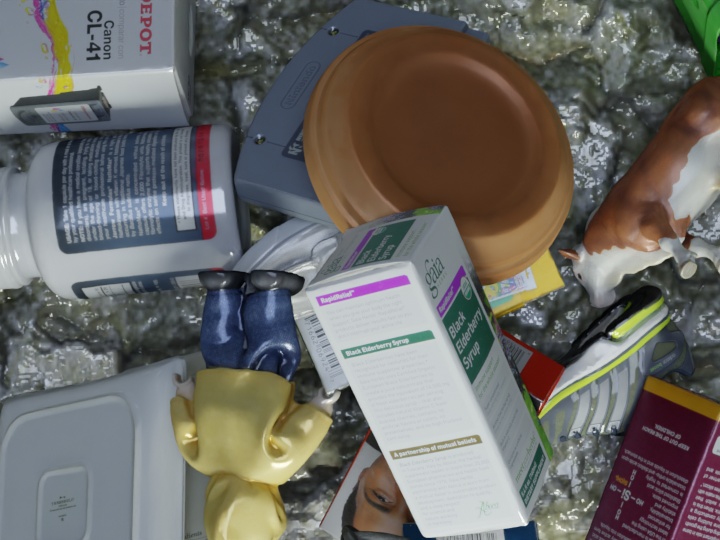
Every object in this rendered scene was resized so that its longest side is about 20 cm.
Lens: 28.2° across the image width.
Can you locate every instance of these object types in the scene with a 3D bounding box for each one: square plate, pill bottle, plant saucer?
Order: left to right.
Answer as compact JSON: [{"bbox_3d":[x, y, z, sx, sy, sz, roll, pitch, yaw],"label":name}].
[{"bbox_3d":[-0.205,0.173,1.040,0.199,0.028,0.199,-14,68,36],"label":"square plate"},{"bbox_3d":[-0.187,-0.041,1.072,0.199,0.120,0.120,-6,90,1],"label":"pill bottle"},{"bbox_3d":[0.060,-0.087,0.988,0.199,0.037,0.201,7,66,-16],"label":"plant saucer"}]

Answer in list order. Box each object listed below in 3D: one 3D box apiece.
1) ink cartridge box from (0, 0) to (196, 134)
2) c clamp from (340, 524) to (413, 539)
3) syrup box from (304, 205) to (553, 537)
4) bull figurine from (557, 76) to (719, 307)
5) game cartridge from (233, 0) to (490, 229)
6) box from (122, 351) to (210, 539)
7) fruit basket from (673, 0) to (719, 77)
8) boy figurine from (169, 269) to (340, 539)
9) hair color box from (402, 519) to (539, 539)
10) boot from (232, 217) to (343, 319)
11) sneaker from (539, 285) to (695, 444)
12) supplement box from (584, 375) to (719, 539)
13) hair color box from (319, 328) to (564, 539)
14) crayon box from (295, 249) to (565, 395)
[{"bbox_3d":[-0.228,-0.185,1.070,0.199,0.086,0.148,-4,67,3],"label":"ink cartridge box"},{"bbox_3d":[-0.030,0.244,0.959,0.200,0.027,0.171,-42,110,7],"label":"c clamp"},{"bbox_3d":[0.048,0.067,0.927,0.081,0.079,0.201,-13,113,27],"label":"syrup box"},{"bbox_3d":[0.235,-0.052,1.062,0.065,0.121,0.201,27,96,-43],"label":"bull figurine"},{"bbox_3d":[-0.003,-0.116,1.053,0.133,0.042,0.200,15,57,27],"label":"game cartridge"},{"bbox_3d":[-0.115,0.164,1.051,0.082,0.068,0.201,-13,61,-5],"label":"box"},{"bbox_3d":[0.345,-0.211,1.041,0.214,0.156,0.217,-2,78,10],"label":"fruit basket"},{"bbox_3d":[-0.071,0.100,0.974,0.124,0.064,0.201,-3,83,19],"label":"boy figurine"},{"bbox_3d":[0.080,0.277,1.048,0.099,0.061,0.201,-1,122,1],"label":"hair color box"},{"bbox_3d":[0.000,0.000,1.021,0.199,0.096,0.074,-31,133,1],"label":"boot"},{"bbox_3d":[0.172,0.104,1.090,0.200,0.074,0.081,-41,94,4],"label":"sneaker"},{"bbox_3d":[0.239,0.194,1.057,0.110,0.086,0.201,20,91,-31],"label":"supplement box"},{"bbox_3d":[0.057,0.131,1.046,0.101,0.061,0.201,31,121,10],"label":"hair color box"},{"bbox_3d":[0.040,-0.003,1.101,0.199,0.052,0.126,-24,89,2],"label":"crayon box"}]
